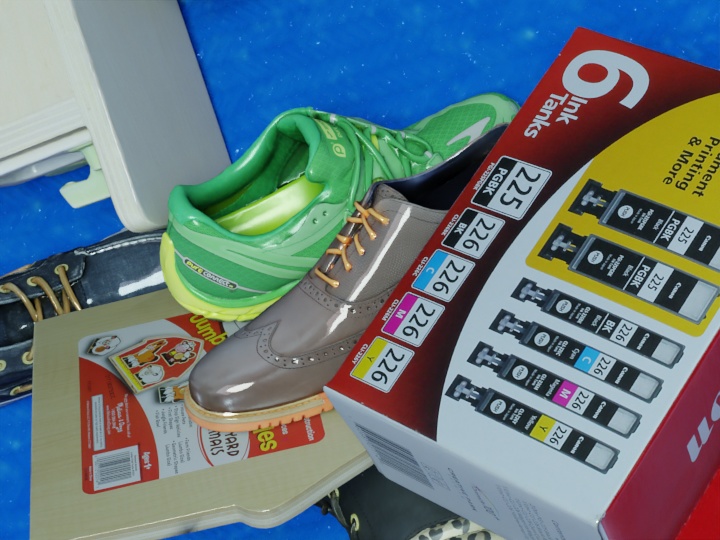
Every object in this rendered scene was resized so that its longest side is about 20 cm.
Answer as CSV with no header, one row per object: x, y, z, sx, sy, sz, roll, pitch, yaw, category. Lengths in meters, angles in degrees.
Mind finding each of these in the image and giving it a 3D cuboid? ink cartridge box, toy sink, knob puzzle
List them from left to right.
-0.161,-0.105,0.840,0.112,0.130,0.200,-19,92,19,toy sink
-0.052,0.060,0.767,0.219,0.220,0.030,0,123,16,knob puzzle
0.118,0.020,0.663,0.175,0.084,0.200,23,69,32,ink cartridge box

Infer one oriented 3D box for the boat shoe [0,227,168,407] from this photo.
-0.163,0.027,0.862,0.200,0.091,0.071,-26,81,14,boat shoe

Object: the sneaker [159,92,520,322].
-0.002,-0.040,0.793,0.200,0.084,0.074,-24,50,-16,sneaker

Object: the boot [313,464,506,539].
-0.011,0.113,0.791,0.203,0.073,0.154,-24,50,10,boot

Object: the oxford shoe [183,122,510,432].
0.000,0.000,0.741,0.200,0.073,0.071,-33,37,-20,oxford shoe
